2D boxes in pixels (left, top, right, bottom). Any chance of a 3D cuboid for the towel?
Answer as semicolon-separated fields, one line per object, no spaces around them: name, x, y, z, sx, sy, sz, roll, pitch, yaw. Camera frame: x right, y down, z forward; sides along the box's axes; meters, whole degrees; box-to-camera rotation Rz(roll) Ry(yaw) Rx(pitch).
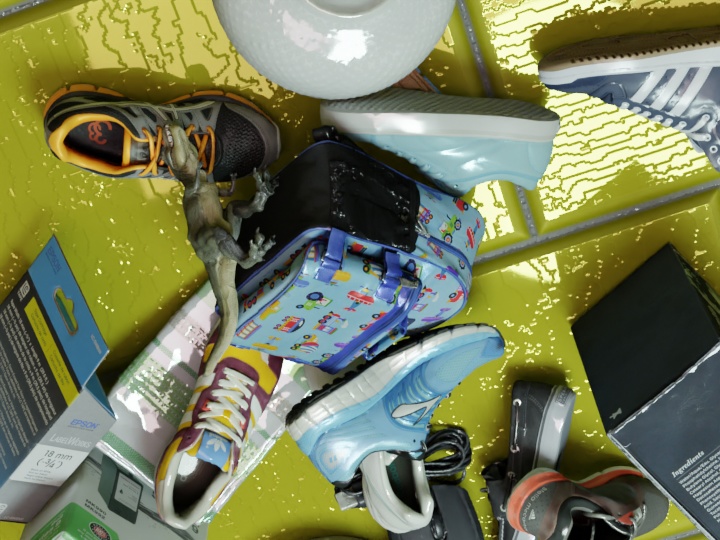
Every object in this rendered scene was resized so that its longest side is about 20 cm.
towel;-0.130;0.112;1.290;0.149;0.031;0.200;40;95;-17

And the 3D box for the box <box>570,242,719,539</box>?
box;0.292;0.115;1.218;0.196;0.200;0.124;42;106;-17

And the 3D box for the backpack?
backpack;0.000;0.000;1.178;0.199;0.136;0.182;20;143;-33

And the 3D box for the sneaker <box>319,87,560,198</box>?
sneaker;0.062;-0.096;1.171;0.198;0.074;0.083;5;111;-11

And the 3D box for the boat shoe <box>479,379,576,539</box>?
boat shoe;0.142;0.188;1.329;0.066;0.070;0.202;17;119;15

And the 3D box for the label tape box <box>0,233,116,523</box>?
label tape box;-0.270;0.094;1.241;0.200;0.145;0.063;-48;142;19

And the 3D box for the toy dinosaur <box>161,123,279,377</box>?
toy dinosaur;-0.102;-0.028;1.116;0.088;0.202;0.047;-26;157;34

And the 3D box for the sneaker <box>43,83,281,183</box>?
sneaker;-0.164;-0.103;1.194;0.197;0.077;0.079;3;112;-2

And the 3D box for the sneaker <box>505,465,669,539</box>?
sneaker;0.216;0.225;1.292;0.198;0.082;0.078;6;110;-40

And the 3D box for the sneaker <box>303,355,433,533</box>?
sneaker;0.015;0.130;1.260;0.070;0.080;0.202;-26;89;-16

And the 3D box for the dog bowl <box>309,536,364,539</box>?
dog bowl;-0.022;0.343;1.399;0.197;0.059;0.202;0;113;0

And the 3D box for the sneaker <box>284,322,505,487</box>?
sneaker;0.037;0.110;1.209;0.199;0.078;0.091;-29;94;-16

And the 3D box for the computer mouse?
computer mouse;0.066;0.257;1.320;0.137;0.053;0.202;-19;99;-15

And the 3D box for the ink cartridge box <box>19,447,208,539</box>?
ink cartridge box;-0.215;0.240;1.279;0.146;0.200;0.084;42;105;-16

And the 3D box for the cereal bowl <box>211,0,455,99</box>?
cereal bowl;-0.017;-0.231;1.095;0.198;0.083;0.203;0;93;-8

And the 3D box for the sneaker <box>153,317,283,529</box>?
sneaker;-0.115;0.124;1.238;0.074;0.090;0.202;21;98;-13

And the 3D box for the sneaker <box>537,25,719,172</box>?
sneaker;0.243;-0.133;1.180;0.197;0.070;0.110;-6;112;0

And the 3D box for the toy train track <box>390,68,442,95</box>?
toy train track;0.020;-0.173;1.188;0.115;0.033;0.200;-43;113;9
